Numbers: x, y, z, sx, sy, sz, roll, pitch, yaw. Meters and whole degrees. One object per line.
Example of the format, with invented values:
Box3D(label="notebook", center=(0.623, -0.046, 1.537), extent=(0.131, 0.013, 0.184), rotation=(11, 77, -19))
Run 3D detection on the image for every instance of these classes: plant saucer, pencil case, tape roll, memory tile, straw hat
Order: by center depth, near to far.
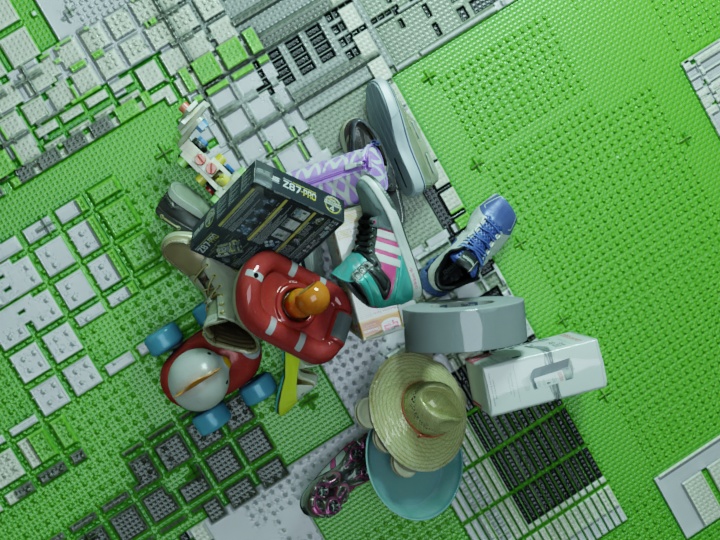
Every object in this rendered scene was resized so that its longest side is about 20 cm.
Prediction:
Box3D(label="pencil case", center=(-0.052, -0.136, 1.693), extent=(0.197, 0.085, 0.085), rotation=(-18, 82, 22))
Box3D(label="tape roll", center=(0.166, 0.085, 1.706), extent=(0.197, 0.200, 0.067), rotation=(-5, 93, -6))
Box3D(label="straw hat", center=(0.116, 0.220, 1.709), extent=(0.198, 0.085, 0.205), rotation=(10, 71, -31))
Box3D(label="memory tile", center=(0.083, 0.223, 1.749), extent=(0.154, 0.017, 0.200), rotation=(52, 56, -10))
Box3D(label="plant saucer", center=(0.082, 0.309, 1.756), extent=(0.197, 0.036, 0.203), rotation=(11, 70, -31))

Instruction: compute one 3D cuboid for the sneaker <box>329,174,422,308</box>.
Box3D(label="sneaker", center=(0.004, -0.030, 1.588), extent=(0.119, 0.083, 0.203), rotation=(-24, 97, -18))

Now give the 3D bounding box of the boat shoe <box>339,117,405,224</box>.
Box3D(label="boat shoe", center=(0.021, -0.155, 1.744), extent=(0.071, 0.065, 0.203), rotation=(-20, 95, -5))

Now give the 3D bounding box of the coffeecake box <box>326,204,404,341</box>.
Box3D(label="coffeecake box", center=(0.000, 0.000, 1.705), extent=(0.072, 0.153, 0.203), rotation=(-16, 95, -7))

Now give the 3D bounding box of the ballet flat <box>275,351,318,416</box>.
Box3D(label="ballet flat", center=(-0.098, 0.155, 1.713), extent=(0.066, 0.067, 0.203), rotation=(11, 119, 6))

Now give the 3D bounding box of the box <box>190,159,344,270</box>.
Box3D(label="box", center=(-0.142, -0.066, 1.606), extent=(0.159, 0.200, 0.050), rotation=(21, 49, -28))

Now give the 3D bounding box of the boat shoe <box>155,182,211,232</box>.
Box3D(label="boat shoe", center=(-0.237, -0.060, 1.721), extent=(0.200, 0.072, 0.061), rotation=(38, 112, -13))

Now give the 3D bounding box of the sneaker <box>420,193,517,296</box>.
Box3D(label="sneaker", center=(0.186, -0.030, 1.745), extent=(0.081, 0.115, 0.200), rotation=(44, 88, -8))

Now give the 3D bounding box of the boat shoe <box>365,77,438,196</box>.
Box3D(label="boat shoe", center=(0.067, -0.222, 1.754), extent=(0.061, 0.072, 0.203), rotation=(-25, 100, -29))

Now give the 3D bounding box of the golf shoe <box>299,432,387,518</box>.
Box3D(label="golf shoe", center=(-0.023, 0.329, 1.761), extent=(0.199, 0.092, 0.073), rotation=(-35, 96, -27))

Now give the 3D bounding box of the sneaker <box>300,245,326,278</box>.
Box3D(label="sneaker", center=(-0.099, 0.040, 1.746), extent=(0.079, 0.076, 0.204), rotation=(-2, 98, 18))

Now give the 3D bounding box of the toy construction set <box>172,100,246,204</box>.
Box3D(label="toy construction set", center=(-0.235, -0.168, 1.681), extent=(0.091, 0.131, 0.202), rotation=(-31, 96, -4))

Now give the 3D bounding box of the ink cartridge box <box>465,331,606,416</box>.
Box3D(label="ink cartridge box", center=(0.285, 0.167, 1.751), extent=(0.197, 0.146, 0.086), rotation=(-12, 93, -6))

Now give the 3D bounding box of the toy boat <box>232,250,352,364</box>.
Box3D(label="toy boat", center=(-0.090, 0.048, 1.583), extent=(0.198, 0.130, 0.132), rotation=(28, 64, -20))

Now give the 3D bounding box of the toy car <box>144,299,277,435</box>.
Box3D(label="toy car", center=(-0.235, 0.156, 1.664), extent=(0.175, 0.200, 0.186), rotation=(-31, 96, -4))

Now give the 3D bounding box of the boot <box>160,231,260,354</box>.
Box3D(label="boot", center=(-0.230, 0.034, 1.647), extent=(0.198, 0.156, 0.072), rotation=(32, 123, -18))
